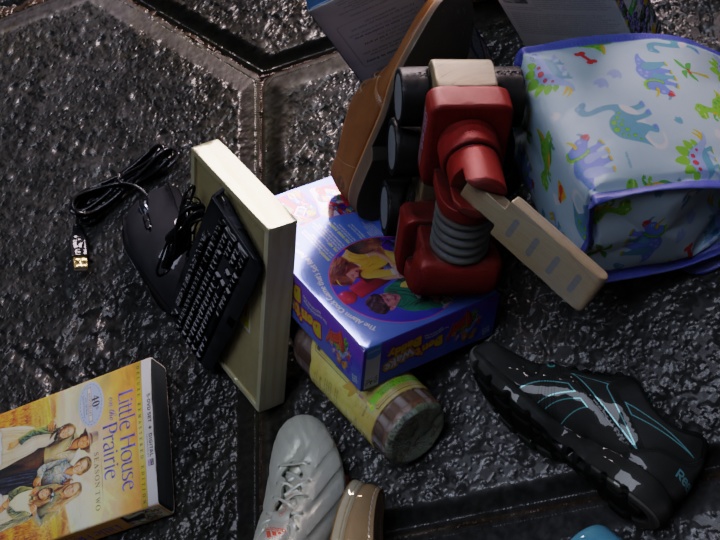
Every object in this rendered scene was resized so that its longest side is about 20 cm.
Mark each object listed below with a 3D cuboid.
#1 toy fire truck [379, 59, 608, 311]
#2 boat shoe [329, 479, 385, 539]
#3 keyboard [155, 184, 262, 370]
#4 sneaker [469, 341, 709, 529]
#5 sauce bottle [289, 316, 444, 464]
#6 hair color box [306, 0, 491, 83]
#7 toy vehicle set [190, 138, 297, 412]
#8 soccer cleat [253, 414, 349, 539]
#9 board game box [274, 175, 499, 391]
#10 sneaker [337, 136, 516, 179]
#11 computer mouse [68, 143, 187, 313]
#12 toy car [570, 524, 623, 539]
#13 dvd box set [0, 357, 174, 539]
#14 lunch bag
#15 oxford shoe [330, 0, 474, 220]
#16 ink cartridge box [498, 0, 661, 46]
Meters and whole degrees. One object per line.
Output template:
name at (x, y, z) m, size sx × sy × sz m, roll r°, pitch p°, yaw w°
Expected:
toy fire truck at (0.093, -0.035, 1.032) m, size 0.127 × 0.177 × 0.201 m, roll 0°, pitch 46°, yaw -8°
boat shoe at (0.012, 0.255, 1.034) m, size 0.069 × 0.074 × 0.202 m, roll -2°, pitch 63°, yaw 14°
keyboard at (-0.139, 0.008, 1.157) m, size 0.039 × 0.200 × 0.105 m, roll -20°, pitch 69°, yaw -29°
sneaker at (0.167, 0.108, 1.035) m, size 0.079 × 0.076 × 0.200 m, roll -44°, pitch 59°, yaw -14°
sauce bottle at (-0.013, 0.075, 1.144) m, size 0.065 × 0.065 × 0.200 m, roll -47°, pitch 54°, yaw -2°
hair color box at (0.037, -0.204, 1.185) m, size 0.099 × 0.200 × 0.061 m, roll -21°, pitch 56°, yaw 16°
toy vehicle set at (-0.101, 0.006, 1.159) m, size 0.026 × 0.201 × 0.124 m, roll -20°, pitch 47°, yaw -28°
soccer cleat at (-0.053, 0.201, 1.082) m, size 0.069 × 0.077 × 0.201 m, roll -21°, pitch 55°, yaw 32°
board game box at (0.000, 0.000, 1.147) m, size 0.134 × 0.045 × 0.200 m, roll -20°, pitch 46°, yaw -28°
sneaker at (0.072, -0.135, 1.186) m, size 0.198 × 0.060 × 0.105 m, roll 9°, pitch 113°, yaw 24°
computer mouse at (-0.220, -0.031, 1.325) m, size 0.140 × 0.046 × 0.201 m, roll -30°, pitch 54°, yaw 9°
toy car at (0.151, 0.250, 0.873) m, size 0.177 × 0.200 × 0.184 m, roll -49°, pitch 52°, yaw -4°
dvd box set at (-0.260, 0.176, 1.243) m, size 0.199 × 0.029 × 0.147 m, roll -20°, pitch 56°, yaw 18°
lunch bag at (0.229, -0.092, 1.071) m, size 0.198 × 0.128 × 0.171 m, roll -11°, pitch 54°, yaw -12°
oxford shoe at (0.026, -0.145, 1.139) m, size 0.071 × 0.071 × 0.201 m, roll 44°, pitch 115°, yaw 38°
ink cartridge box at (0.166, -0.238, 1.133) m, size 0.108 × 0.200 × 0.051 m, roll 9°, pitch 68°, yaw 31°
